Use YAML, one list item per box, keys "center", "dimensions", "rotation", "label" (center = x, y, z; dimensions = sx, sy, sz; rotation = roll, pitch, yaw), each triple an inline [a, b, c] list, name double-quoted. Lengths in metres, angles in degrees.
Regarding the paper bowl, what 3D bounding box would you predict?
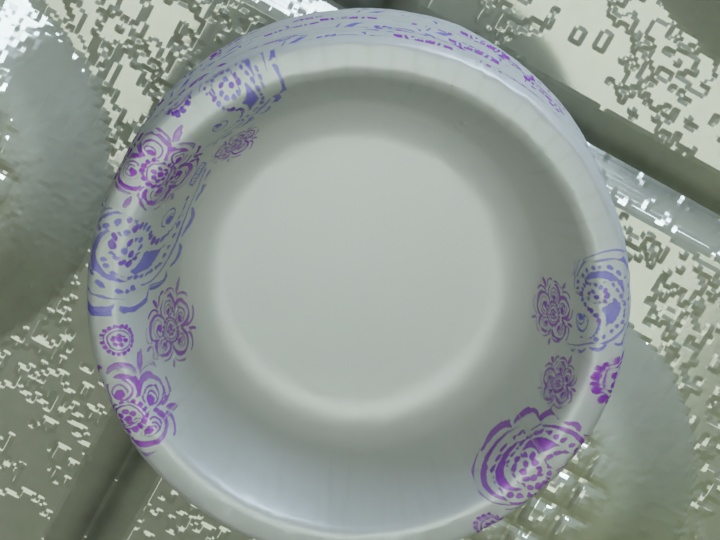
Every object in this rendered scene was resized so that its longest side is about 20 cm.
- center: [0.000, 0.000, 0.832]
  dimensions: [0.199, 0.104, 0.202]
  rotation: [0, 106, 1]
  label: "paper bowl"
